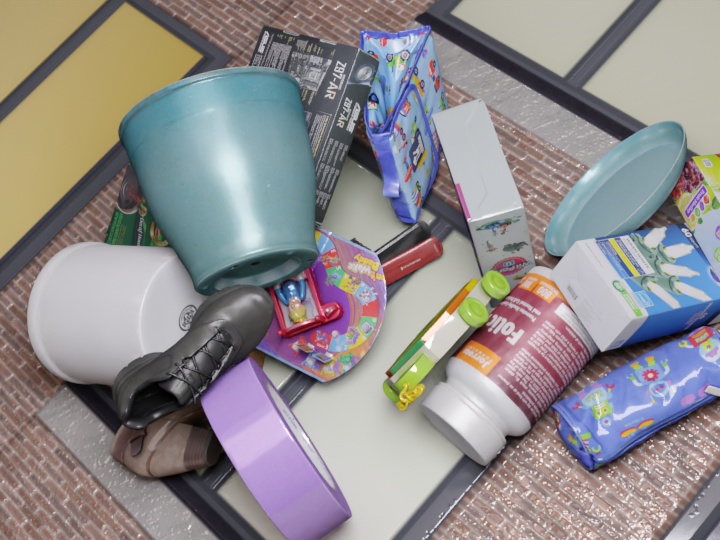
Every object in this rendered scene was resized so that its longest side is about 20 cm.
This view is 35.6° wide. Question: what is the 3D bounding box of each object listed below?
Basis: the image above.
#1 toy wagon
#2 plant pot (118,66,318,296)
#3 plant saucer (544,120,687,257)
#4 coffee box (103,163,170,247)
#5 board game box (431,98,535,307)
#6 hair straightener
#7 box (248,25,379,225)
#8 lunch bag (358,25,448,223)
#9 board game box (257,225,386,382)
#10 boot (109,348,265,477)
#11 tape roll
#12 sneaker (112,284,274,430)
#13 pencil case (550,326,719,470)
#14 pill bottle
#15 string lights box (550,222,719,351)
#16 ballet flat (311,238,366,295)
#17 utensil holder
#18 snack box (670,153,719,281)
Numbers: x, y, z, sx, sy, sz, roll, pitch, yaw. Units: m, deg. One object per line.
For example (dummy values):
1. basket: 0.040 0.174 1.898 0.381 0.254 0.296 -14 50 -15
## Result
1. toy wagon: 0.080 0.079 1.191 0.040 0.155 0.200 43 35 3
2. plant pot: -0.132 -0.081 1.173 0.199 0.200 0.189 -19 77 6
3. plant saucer: 0.288 -0.084 1.250 0.027 0.200 0.200 42 77 -15
4. coffee box: -0.225 -0.045 1.401 0.200 0.044 0.123 28 106 26
5. board game box: 0.142 -0.071 1.249 0.064 0.200 0.148 -18 59 6
6. hair straightener: 0.000 0.000 1.355 0.200 0.041 0.077 -33 45 4
7. box: -0.080 -0.170 1.293 0.160 0.043 0.201 21 92 38
8. lunch bag: 0.043 -0.166 1.336 0.094 0.151 0.201 -2 52 15
9. board game box: -0.070 0.026 1.269 0.199 0.039 0.159 25 91 16
10. boot: -0.208 0.150 1.317 0.146 0.070 0.200 3 52 30
11. tape roll: -0.089 0.191 1.179 0.066 0.200 0.200 -33 59 -4
12. sneaker: -0.164 0.094 1.131 0.200 0.076 0.091 -41 18 5
13. pencil case: 0.301 0.133 1.167 0.199 0.078 0.087 -28 37 2
14. pill bottle: 0.164 0.103 1.202 0.114 0.114 0.200 37 77 29
15. string lights box: 0.307 0.013 1.174 0.199 0.059 0.103 -10 57 -35
16. ballet flat: -0.068 -0.029 1.338 0.200 0.067 0.067 43 106 45
17. utensil holder: -0.254 0.052 1.281 0.199 0.170 0.171 1 61 41
18. snack box: 0.449 -0.035 1.184 0.168 0.068 0.201 -9 59 -20
